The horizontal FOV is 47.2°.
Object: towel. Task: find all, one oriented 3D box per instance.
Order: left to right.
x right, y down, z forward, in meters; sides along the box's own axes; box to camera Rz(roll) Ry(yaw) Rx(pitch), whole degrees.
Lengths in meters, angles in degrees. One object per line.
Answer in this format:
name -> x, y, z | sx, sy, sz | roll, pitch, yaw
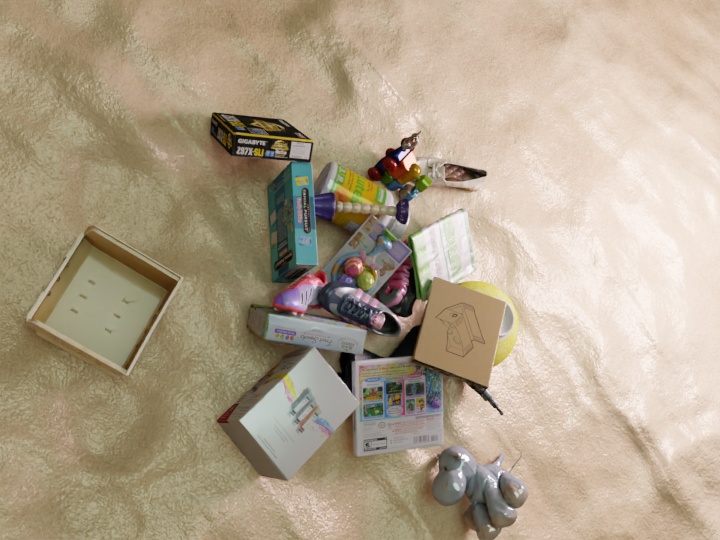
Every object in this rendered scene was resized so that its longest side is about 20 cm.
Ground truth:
towel -> 0.173, -0.036, 1.760 | 0.199, 0.030, 0.151 | -26, 110, -42

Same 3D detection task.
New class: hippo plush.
hippo plush -> 0.233, 0.420, 1.648 | 0.160, 0.159, 0.202 | 33, 66, -14

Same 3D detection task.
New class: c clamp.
c clamp -> 0.214, 0.206, 1.696 | 0.027, 0.171, 0.200 | -43, 90, -3

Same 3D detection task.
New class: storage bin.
storage bin -> -0.456, 0.056, 1.464 | 0.197, 0.094, 0.202 | 32, 66, -14

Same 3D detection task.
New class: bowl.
bowl -> 0.271, 0.110, 1.775 | 0.197, 0.107, 0.203 | 7, 73, -23

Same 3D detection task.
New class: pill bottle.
pill bottle -> 0.000, -0.134, 1.712 | 0.198, 0.111, 0.112 | 25, 67, -17

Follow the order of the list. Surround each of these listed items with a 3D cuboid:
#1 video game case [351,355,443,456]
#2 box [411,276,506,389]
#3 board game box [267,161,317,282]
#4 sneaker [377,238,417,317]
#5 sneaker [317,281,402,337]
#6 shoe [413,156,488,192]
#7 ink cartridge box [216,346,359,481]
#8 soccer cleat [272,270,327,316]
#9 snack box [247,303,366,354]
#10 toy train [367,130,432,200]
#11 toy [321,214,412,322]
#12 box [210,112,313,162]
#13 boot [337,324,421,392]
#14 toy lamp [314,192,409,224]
video game case -> 0.076, 0.264, 1.630 | 0.197, 0.024, 0.185 | -2, 91, -25
box -> 0.200, 0.124, 1.663 | 0.161, 0.021, 0.202 | 20, 58, -2
board game box -> -0.135, -0.091, 1.617 | 0.046, 0.151, 0.203 | 1, 76, -24
sneaker -> 0.111, 0.012, 1.758 | 0.095, 0.078, 0.202 | 44, 62, -32
sneaker -> 0.006, 0.078, 1.616 | 0.199, 0.082, 0.071 | 23, 96, -40
shoe -> 0.197, -0.223, 1.858 | 0.197, 0.053, 0.071 | 6, 74, -23
ink cartridge box -> -0.133, 0.262, 1.522 | 0.200, 0.145, 0.145 | -42, 100, -26
soccer cleat -> -0.113, 0.040, 1.572 | 0.066, 0.200, 0.078 | 12, 95, 18
snack box -> -0.105, 0.112, 1.579 | 0.197, 0.142, 0.054 | 11, 92, -22
toy train -> 0.109, -0.215, 1.736 | 0.116, 0.199, 0.085 | 47, 63, -11
toy -> 0.000, 0.000, 1.662 | 0.115, 0.047, 0.200 | 41, 93, -8
box -> -0.197, -0.262, 1.613 | 0.157, 0.200, 0.050 | 0, 111, -23
boot -> 0.047, 0.179, 1.671 | 0.167, 0.076, 0.203 | 25, 74, -21
toy lamp -> -0.004, -0.122, 1.625 | 0.197, 0.058, 0.059 | 4, 74, -10
